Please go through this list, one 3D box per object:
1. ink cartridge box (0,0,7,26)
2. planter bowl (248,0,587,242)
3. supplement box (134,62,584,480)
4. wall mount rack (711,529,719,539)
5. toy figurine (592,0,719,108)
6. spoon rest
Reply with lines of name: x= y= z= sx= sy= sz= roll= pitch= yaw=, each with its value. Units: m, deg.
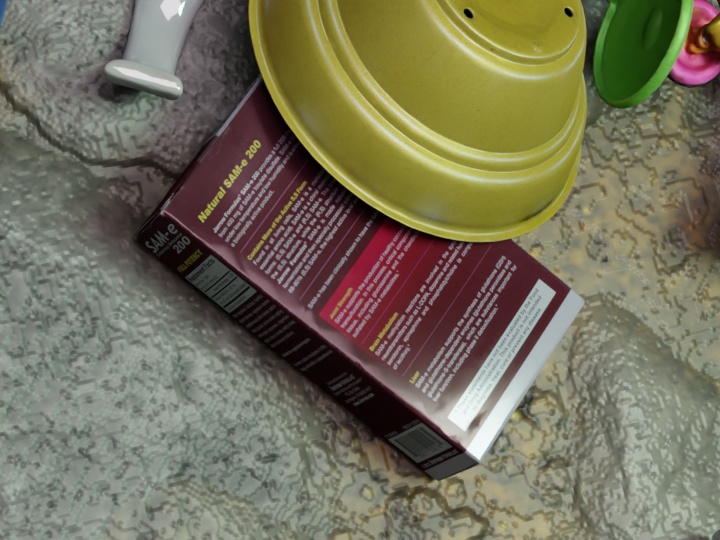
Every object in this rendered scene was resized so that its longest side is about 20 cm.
ink cartridge box: x=-0.232 y=-0.222 z=1.092 sx=0.136 sy=0.076 sz=0.201 roll=5 pitch=64 yaw=-18
planter bowl: x=0.050 y=-0.121 z=1.133 sx=0.199 sy=0.083 sz=0.201 roll=18 pitch=52 yaw=-24
supplement box: x=0.000 y=0.000 z=1.138 sx=0.200 sy=0.061 sz=0.109 roll=39 pitch=67 yaw=-7
wall mount rack: x=0.162 y=0.222 z=1.137 sx=0.199 sy=0.075 sz=0.175 roll=-10 pitch=77 yaw=-20
toy figurine: x=0.236 y=-0.154 z=1.227 sx=0.183 sy=0.150 sz=0.201 roll=19 pitch=79 yaw=-24
spoon rest: x=-0.086 y=-0.178 z=1.147 sx=0.099 sy=0.061 sz=0.201 roll=17 pitch=75 yaw=-6
